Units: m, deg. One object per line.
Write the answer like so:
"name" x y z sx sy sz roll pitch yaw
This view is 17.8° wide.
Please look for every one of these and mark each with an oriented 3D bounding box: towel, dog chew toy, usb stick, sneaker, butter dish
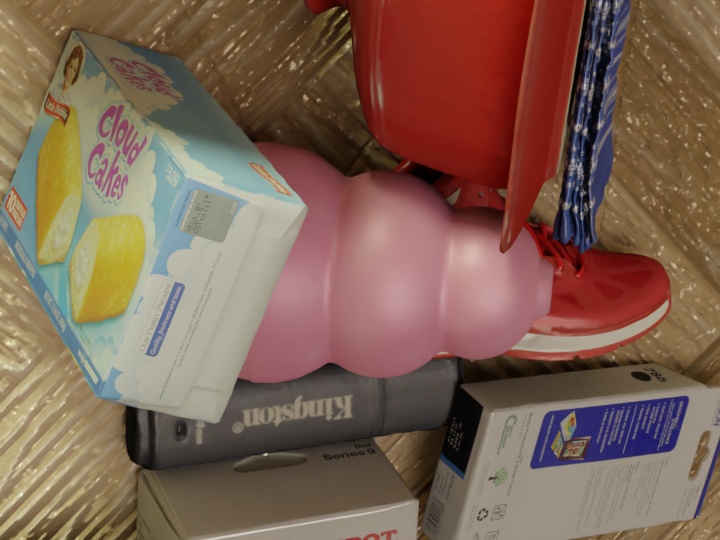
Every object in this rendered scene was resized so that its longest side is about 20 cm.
"towel" 0.136 -0.124 1.218 0.024 0.145 0.201 11 114 8
"dog chew toy" 0.000 0.000 1.189 0.199 0.125 0.125 5 116 6
"usb stick" -0.034 0.076 1.294 0.199 0.033 0.056 -7 117 -21
"sneaker" 0.089 -0.015 1.280 0.199 0.078 0.116 -7 118 -23
"butter dish" 0.042 -0.141 1.156 0.147 0.200 0.200 11 121 5

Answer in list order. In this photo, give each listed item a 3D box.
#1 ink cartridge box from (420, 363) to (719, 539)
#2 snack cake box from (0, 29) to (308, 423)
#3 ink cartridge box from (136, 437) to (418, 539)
"ink cartridge box" 0.133 0.110 1.370 0.199 0.039 0.100 -2 116 -36
"snack cake box" -0.106 -0.026 1.110 0.067 0.200 0.116 14 108 -28
"ink cartridge box" -0.050 0.206 1.319 0.145 0.084 0.201 -8 117 -20
